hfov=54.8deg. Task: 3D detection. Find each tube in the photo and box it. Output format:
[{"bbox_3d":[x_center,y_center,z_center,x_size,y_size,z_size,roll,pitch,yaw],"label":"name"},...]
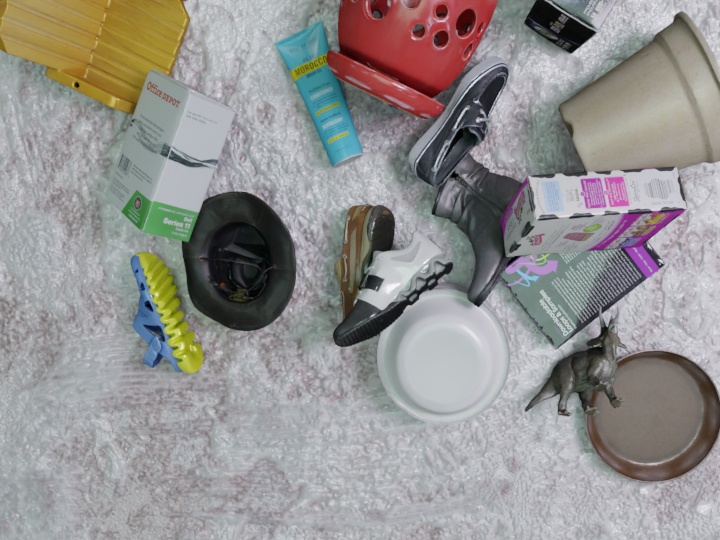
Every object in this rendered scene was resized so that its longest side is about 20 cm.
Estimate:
[{"bbox_3d":[-0.054,-0.254,1.017,0.076,0.050,0.204,-22,90,1],"label":"tube"}]

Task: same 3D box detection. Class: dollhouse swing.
[{"bbox_3d":[-0.367,-0.346,0.970,0.179,0.176,0.204,25,99,2],"label":"dollhouse swing"}]

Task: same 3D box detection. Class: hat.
[{"bbox_3d":[-0.171,-0.018,1.042,0.195,0.081,0.206,3,101,14],"label":"hat"}]

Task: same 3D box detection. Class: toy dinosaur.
[{"bbox_3d":[0.324,0.154,1.013,0.076,0.104,0.200,26,130,-19],"label":"toy dinosaur"}]

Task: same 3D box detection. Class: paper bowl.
[{"bbox_3d":[0.121,0.125,1.020,0.195,0.104,0.206,1,97,6],"label":"paper bowl"}]

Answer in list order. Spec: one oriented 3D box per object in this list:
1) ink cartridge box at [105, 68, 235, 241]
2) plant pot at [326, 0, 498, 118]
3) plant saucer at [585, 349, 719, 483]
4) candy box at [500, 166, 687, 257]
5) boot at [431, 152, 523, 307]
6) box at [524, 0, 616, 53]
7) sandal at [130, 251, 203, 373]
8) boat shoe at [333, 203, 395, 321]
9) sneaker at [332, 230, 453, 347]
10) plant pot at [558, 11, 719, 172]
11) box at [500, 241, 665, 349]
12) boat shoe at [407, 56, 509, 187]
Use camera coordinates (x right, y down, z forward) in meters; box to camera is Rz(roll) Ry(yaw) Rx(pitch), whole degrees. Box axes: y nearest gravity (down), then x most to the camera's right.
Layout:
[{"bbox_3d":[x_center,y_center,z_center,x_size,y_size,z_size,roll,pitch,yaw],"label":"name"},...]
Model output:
[{"bbox_3d":[-0.275,-0.167,0.997,0.146,0.082,0.204,34,105,43],"label":"ink cartridge box"},{"bbox_3d":[0.057,-0.316,0.917,0.197,0.201,0.186,26,103,2],"label":"plant pot"},{"bbox_3d":[0.432,0.214,1.034,0.195,0.032,0.206,1,97,6],"label":"plant saucer"},{"bbox_3d":[0.294,-0.074,0.902,0.195,0.137,0.063,-5,72,-6],"label":"candy box"},{"bbox_3d":[0.157,-0.059,0.994,0.129,0.070,0.203,24,72,3],"label":"boot"},{"bbox_3d":[0.307,-0.402,0.893,0.085,0.164,0.203,31,101,0],"label":"box"},{"bbox_3d":[-0.318,0.072,1.076,0.085,0.079,0.205,-17,95,12],"label":"sandal"},{"bbox_3d":[0.000,0.000,1.038,0.073,0.075,0.205,16,100,35],"label":"boat shoe"},{"bbox_3d":[0.029,0.024,0.976,0.199,0.074,0.089,-38,70,-9],"label":"sneaker"},{"bbox_3d":[0.369,-0.199,0.916,0.181,0.200,0.204,-24,95,21],"label":"plant pot"},{"bbox_3d":[0.317,-0.004,1.014,0.199,0.036,0.144,-39,92,9],"label":"box"},{"bbox_3d":[0.150,-0.204,0.966,0.201,0.072,0.068,-49,50,0],"label":"boat shoe"}]
